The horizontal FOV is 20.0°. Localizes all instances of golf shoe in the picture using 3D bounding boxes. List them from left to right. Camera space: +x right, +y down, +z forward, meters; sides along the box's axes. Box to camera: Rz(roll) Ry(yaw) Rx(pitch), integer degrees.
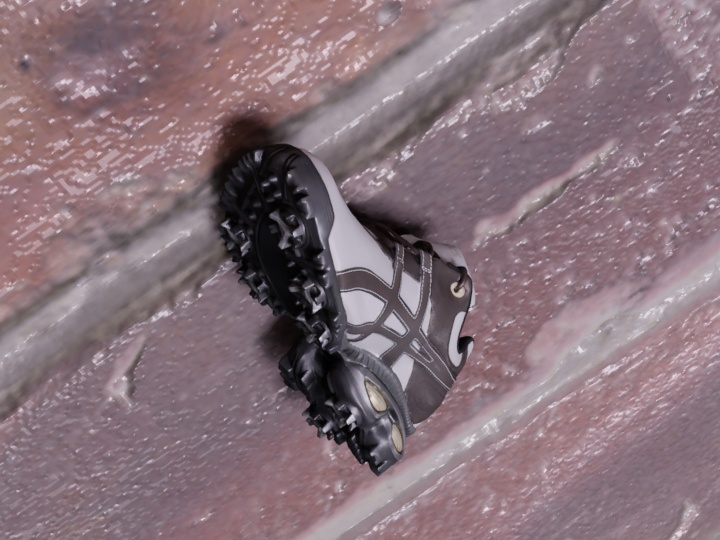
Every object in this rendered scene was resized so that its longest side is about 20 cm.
[{"bbox_3d":[0.000,0.000,0.919,0.094,0.078,0.201,-40,144,-17],"label":"golf shoe"}]
